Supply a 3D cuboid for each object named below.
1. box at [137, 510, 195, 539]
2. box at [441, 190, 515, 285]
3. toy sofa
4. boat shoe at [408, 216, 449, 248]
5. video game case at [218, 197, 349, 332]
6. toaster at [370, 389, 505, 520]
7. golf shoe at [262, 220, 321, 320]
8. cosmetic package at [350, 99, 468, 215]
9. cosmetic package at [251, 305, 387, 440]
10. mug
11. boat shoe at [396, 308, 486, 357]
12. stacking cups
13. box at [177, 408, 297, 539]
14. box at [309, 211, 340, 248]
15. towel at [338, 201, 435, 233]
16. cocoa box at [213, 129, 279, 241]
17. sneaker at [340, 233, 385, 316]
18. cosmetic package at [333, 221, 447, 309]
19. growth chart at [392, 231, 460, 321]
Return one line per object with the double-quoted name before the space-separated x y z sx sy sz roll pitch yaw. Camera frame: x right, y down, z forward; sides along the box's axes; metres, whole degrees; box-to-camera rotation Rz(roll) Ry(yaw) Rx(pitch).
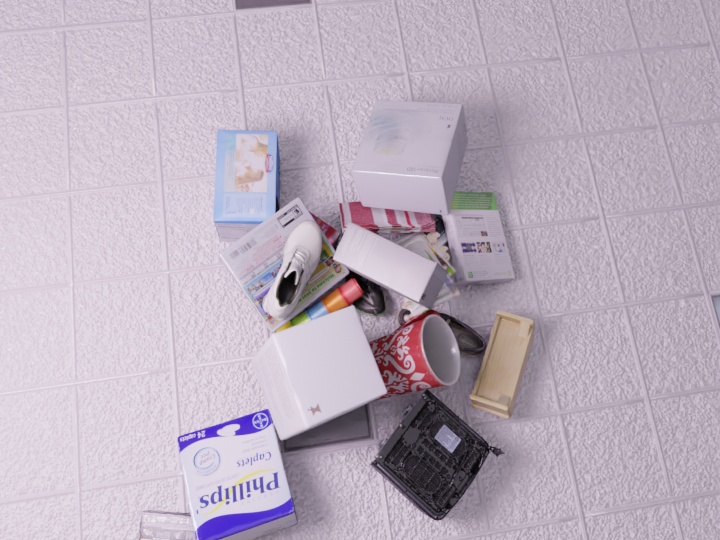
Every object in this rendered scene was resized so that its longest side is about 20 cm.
"box" -0.318 0.539 1.287 0.194 0.049 0.166 4 72 -4
"box" 0.249 -0.071 1.483 0.141 0.036 0.205 -1 74 -32
"toy sofa" 0.294 0.194 1.422 0.081 0.098 0.204 15 73 21
"boat shoe" 0.118 -0.039 1.472 0.068 0.072 0.200 43 72 7
"video game case" -0.147 -0.012 1.353 0.199 0.022 0.184 -37 93 -19
"toaster" 0.139 0.361 1.337 0.199 0.119 0.182 39 76 7
"golf shoe" -0.116 -0.005 1.300 0.077 0.097 0.204 22 75 -11
"cosmetic package" 0.107 -0.240 1.452 0.194 0.124 0.204 7 61 20
"cosmetic package" -0.081 0.189 1.253 0.163 0.200 0.171 -18 79 -24
"mug" 0.088 0.175 1.352 0.197 0.176 0.136 -23 90 33
"boat shoe" 0.171 0.121 1.434 0.196 0.065 0.073 24 75 3
"stacking cups" -0.080 0.092 1.403 0.197 0.061 0.061 -33 78 1
"box" -0.227 0.389 1.278 0.180 0.106 0.203 -15 62 -13
"box" -0.133 -0.010 1.428 0.094 0.100 0.202 32 75 3
"towel" 0.054 -0.119 1.468 0.194 0.145 0.023 -2 118 -5
"cocoa box" -0.235 -0.175 1.451 0.130 0.132 0.206 0 74 -4
"sneaker" 0.000 0.000 1.445 0.075 0.084 0.204 -17 76 -8
"cosmetic package" 0.058 -0.008 1.320 0.196 0.107 0.092 24 88 20
"growth chart" 0.120 -0.003 1.397 0.142 0.018 0.203 -20 54 -5
